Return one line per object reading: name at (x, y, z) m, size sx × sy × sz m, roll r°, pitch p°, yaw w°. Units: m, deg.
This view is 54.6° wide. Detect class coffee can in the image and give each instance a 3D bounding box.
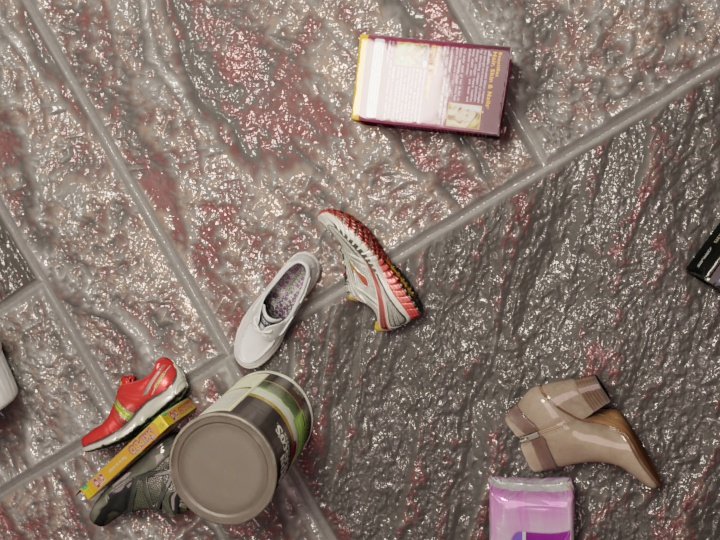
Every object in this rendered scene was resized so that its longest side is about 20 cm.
coffee can at (-0.158, 0.238, 0.978) m, size 0.144 × 0.200 × 0.149 m, roll 1°, pitch 98°, yaw 9°

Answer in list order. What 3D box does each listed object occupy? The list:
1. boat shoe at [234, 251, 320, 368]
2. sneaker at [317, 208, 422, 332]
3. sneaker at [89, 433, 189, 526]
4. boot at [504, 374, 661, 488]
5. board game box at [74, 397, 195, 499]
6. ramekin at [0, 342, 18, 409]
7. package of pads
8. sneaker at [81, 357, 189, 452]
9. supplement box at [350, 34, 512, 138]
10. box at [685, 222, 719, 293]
boat shoe at (-0.126, 0.063, 1.016) m, size 0.072 × 0.069 × 0.200 m, roll 41°, pitch 102°, yaw 3°
sneaker at (0.000, 0.000, 0.981) m, size 0.082 × 0.078 × 0.201 m, roll -36°, pitch 90°, yaw 14°
sneaker at (-0.330, 0.358, 1.088) m, size 0.199 × 0.076 × 0.115 m, roll -40°, pitch 83°, yaw 7°
boot at (0.302, 0.242, 0.971) m, size 0.145 × 0.070 × 0.201 m, roll -33°, pitch 90°, yaw 19°
board game box at (-0.344, 0.276, 1.069) m, size 0.199 × 0.095 × 0.030 m, roll -40°, pitch 87°, yaw 13°
ramekin at (-0.628, 0.191, 1.062) m, size 0.198 × 0.201 × 0.099 m, roll -21°, pitch 101°, yaw 12°
package of pads at (0.242, 0.394, 0.990) m, size 0.118 × 0.076 × 0.203 m, roll -1°, pitch 97°, yaw 11°
sneaker at (-0.355, 0.207, 1.083) m, size 0.199 × 0.077 × 0.085 m, roll -36°, pitch 79°, yaw 6°
supplement box at (0.095, -0.242, 0.928) m, size 0.197 × 0.086 × 0.112 m, roll 8°, pitch 98°, yaw 9°
box at (0.551, -0.006, 0.877) m, size 0.199 × 0.086 × 0.165 m, roll 35°, pitch 101°, yaw 4°
